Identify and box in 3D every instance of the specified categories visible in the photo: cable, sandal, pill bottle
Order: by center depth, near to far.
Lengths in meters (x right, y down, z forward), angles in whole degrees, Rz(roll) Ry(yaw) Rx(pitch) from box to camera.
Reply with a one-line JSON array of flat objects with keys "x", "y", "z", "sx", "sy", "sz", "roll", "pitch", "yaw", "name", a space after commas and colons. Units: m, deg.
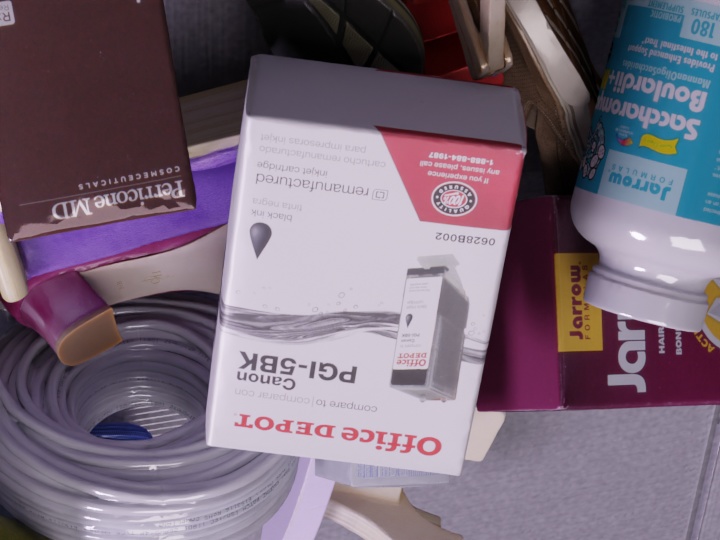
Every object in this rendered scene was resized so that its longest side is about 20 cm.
[{"x": -0.035, "y": -0.168, "z": 1.116, "sx": 0.080, "sy": 0.057, "sz": 0.201, "roll": -27, "pitch": 119, "yaw": 36, "name": "sandal"}, {"x": 0.183, "y": -0.071, "z": 1.172, "sx": 0.110, "sy": 0.111, "sz": 0.201, "roll": 11, "pitch": 96, "yaw": -27, "name": "pill bottle"}, {"x": -0.130, "y": 0.089, "z": 1.237, "sx": 0.199, "sy": 0.200, "sz": 0.069, "roll": -5, "pitch": 127, "yaw": -13, "name": "cable"}]

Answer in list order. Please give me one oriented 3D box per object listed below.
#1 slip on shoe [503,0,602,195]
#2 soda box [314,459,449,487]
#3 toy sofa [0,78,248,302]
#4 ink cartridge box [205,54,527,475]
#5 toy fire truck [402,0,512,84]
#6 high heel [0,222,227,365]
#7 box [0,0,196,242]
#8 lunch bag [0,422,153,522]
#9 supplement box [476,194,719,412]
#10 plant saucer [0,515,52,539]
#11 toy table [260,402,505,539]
[{"x": 0.106, "y": -0.110, "z": 1.226, "sx": 0.060, "sy": 0.076, "sz": 0.200, "roll": -18, "pitch": 144, "yaw": 16, "name": "slip on shoe"}, {"x": 0.011, "y": 0.025, "z": 1.234, "sx": 0.063, "sy": 0.068, "sz": 0.201, "roll": -1, "pitch": 92, "yaw": -20, "name": "soda box"}, {"x": -0.115, "y": -0.047, "z": 1.176, "sx": 0.199, "sy": 0.098, "sz": 0.083, "roll": -15, "pitch": 123, "yaw": -5, "name": "toy sofa"}, {"x": 0.000, "y": 0.000, "z": 1.110, "sx": 0.146, "sy": 0.083, "sz": 0.201, "roll": 7, "pitch": 118, "yaw": -3, "name": "ink cartridge box"}, {"x": 0.054, "y": -0.150, "z": 1.111, "sx": 0.049, "sy": 0.141, "sz": 0.200, "roll": -17, "pitch": 136, "yaw": -8, "name": "toy fire truck"}, {"x": -0.121, "y": -0.018, "z": 1.261, "sx": 0.200, "sy": 0.096, "sz": 0.067, "roll": -32, "pitch": 141, "yaw": -17, "name": "high heel"}, {"x": -0.149, "y": -0.124, "z": 1.056, "sx": 0.100, "sy": 0.075, "sz": 0.201, "roll": -11, "pitch": 106, "yaw": -7, "name": "box"}, {"x": -0.226, "y": 0.154, "z": 1.325, "sx": 0.199, "sy": 0.083, "sz": 0.161, "roll": -4, "pitch": 157, "yaw": -13, "name": "lunch bag"}, {"x": 0.176, "y": 0.020, "z": 1.294, "sx": 0.199, "sy": 0.131, "sz": 0.103, "roll": -1, "pitch": 177, "yaw": -27, "name": "supplement box"}, {"x": -0.263, "y": 0.176, "z": 1.189, "sx": 0.199, "sy": 0.048, "sz": 0.200, "roll": -13, "pitch": 162, "yaw": 9, "name": "plant saucer"}, {"x": 0.012, "y": 0.129, "z": 1.355, "sx": 0.117, "sy": 0.184, "sz": 0.200, "roll": 13, "pitch": 147, "yaw": -9, "name": "toy table"}]
